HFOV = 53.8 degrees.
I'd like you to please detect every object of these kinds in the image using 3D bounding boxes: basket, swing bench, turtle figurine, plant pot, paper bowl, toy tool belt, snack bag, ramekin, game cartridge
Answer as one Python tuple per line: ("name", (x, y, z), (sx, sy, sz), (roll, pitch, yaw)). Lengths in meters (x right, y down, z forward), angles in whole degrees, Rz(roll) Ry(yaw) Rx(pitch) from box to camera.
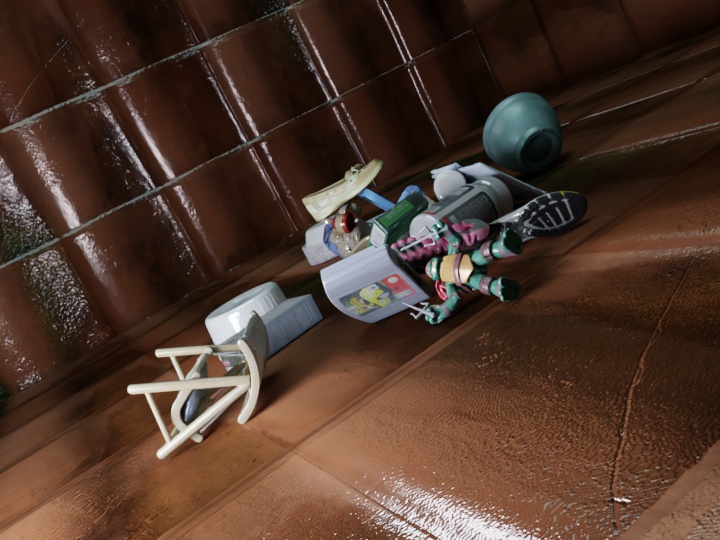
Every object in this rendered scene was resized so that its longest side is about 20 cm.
("basket", (0.087, -0.126, 1.562), (0.140, 0.199, 0.176), (-58, 8, 5))
("swing bench", (-0.238, 0.176, 1.146), (0.199, 0.131, 0.199), (-22, 10, 1))
("turtle figurine", (0.143, -0.003, 1.044), (0.100, 0.151, 0.199), (-12, 6, -42))
("plant pot", (0.427, -0.329, 1.794), (0.199, 0.201, 0.135), (-27, 37, 1))
("paper bowl", (-0.091, -0.106, 2.221), (0.199, 0.105, 0.201), (-26, 9, 4))
("toy tool belt", (-0.039, -0.079, 1.642), (0.122, 0.126, 0.200), (1, -18, 29))
("snack bag", (0.273, -0.188, 1.527), (0.200, 0.187, 0.022), (-1, 70, 67))
("ramekin", (-0.245, 0.108, 1.572), (0.199, 0.098, 0.201), (-26, 10, 5))
("game cartridge", (0.023, 0.028, 1.142), (0.132, 0.041, 0.200), (-21, -28, 18))

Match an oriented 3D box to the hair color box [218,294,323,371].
("hair color box", (-0.182, 0.125, 1.426), (0.199, 0.061, 0.099), (-34, 12, -35))

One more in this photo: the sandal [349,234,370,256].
("sandal", (0.005, 0.000, 1.579), (0.077, 0.070, 0.212), (-4, -26, -32))

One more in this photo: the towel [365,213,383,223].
("towel", (0.029, -0.082, 1.847), (0.165, 0.086, 0.200), (-24, 9, 9))

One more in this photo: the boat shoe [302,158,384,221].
("boat shoe", (-0.037, -0.185, 1.539), (0.200, 0.063, 0.073), (-35, 11, 25))

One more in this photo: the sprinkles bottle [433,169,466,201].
("sprinkles bottle", (0.207, -0.156, 1.558), (0.068, 0.069, 0.200), (-26, -17, 7))

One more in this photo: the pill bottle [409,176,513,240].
("pill bottle", (0.199, -0.097, 1.374), (0.199, 0.115, 0.114), (-33, 12, -31))

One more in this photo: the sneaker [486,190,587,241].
("sneaker", (0.290, -0.086, 1.213), (0.199, 0.074, 0.081), (-21, 9, 27))

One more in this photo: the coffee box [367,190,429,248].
("coffee box", (0.065, -0.055, 1.412), (0.123, 0.044, 0.201), (-37, -23, -27))

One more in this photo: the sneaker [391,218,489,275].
("sneaker", (0.129, -0.015, 1.199), (0.198, 0.096, 0.079), (-16, 27, 3))
